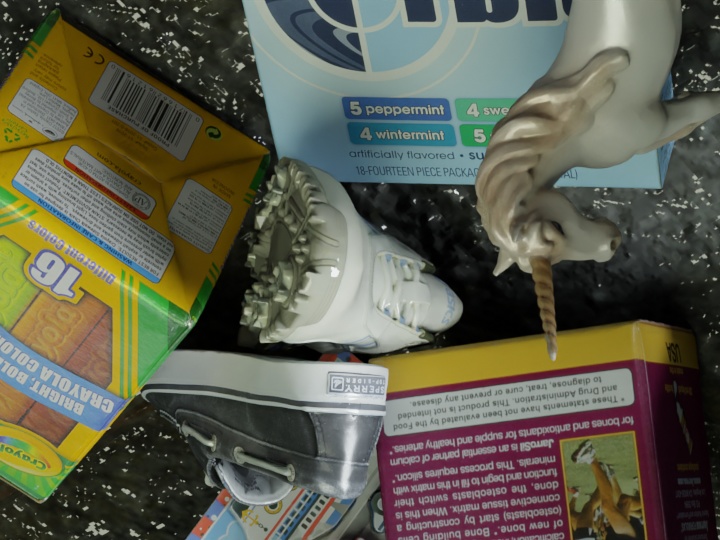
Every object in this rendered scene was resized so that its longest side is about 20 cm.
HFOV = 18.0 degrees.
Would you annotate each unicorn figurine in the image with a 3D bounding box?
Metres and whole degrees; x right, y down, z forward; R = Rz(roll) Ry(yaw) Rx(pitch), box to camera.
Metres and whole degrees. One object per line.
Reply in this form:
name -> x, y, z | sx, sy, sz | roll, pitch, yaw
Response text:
unicorn figurine -> 0.105, -0.077, 0.854 | 0.074, 0.137, 0.202 | 14, 105, 54

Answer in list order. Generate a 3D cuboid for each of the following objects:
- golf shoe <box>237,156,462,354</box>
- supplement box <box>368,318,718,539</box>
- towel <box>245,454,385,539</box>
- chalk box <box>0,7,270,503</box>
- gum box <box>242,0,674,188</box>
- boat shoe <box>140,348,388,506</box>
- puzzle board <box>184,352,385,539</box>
golf shoe -> 0.000, 0.000, 0.973 | 0.096, 0.079, 0.200 | 9, 176, -4
supplement box -> 0.088, 0.130, 1.003 | 0.130, 0.103, 0.202 | -8, 83, 22
towel -> 0.038, 0.160, 1.100 | 0.199, 0.153, 0.023 | 25, 166, -3
chalk box -> -0.152, 0.008, 1.037 | 0.124, 0.124, 0.200 | 33, 131, -10
gum box -> 0.034, -0.126, 0.916 | 0.168, 0.045, 0.201 | 2, 129, 17
boat shoe -> -0.049, 0.072, 1.031 | 0.071, 0.068, 0.199 | 6, 177, -31
puzzle board -> -0.012, 0.157, 1.070 | 0.150, 0.201, 0.017 | 37, 168, -1
